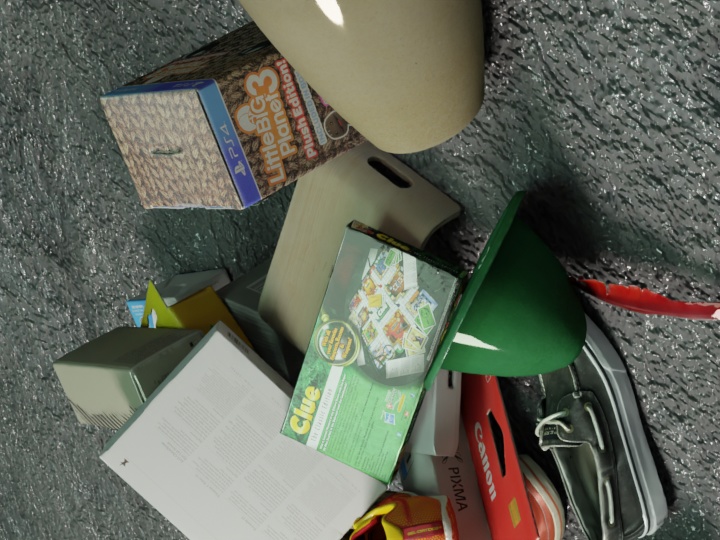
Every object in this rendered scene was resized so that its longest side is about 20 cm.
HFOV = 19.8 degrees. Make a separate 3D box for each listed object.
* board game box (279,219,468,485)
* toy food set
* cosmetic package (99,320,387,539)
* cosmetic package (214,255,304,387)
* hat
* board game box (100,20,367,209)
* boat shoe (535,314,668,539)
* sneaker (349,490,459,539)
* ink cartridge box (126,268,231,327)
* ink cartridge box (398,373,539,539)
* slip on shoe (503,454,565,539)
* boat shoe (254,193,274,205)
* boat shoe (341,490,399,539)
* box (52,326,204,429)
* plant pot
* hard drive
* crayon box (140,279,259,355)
[{"bbox_3d":[0.009,0.067,1.662,0.104,0.023,0.201,24,117,9],"label":"board game box"},{"bbox_3d":[0.000,0.000,1.717,0.143,0.060,0.201,38,123,33],"label":"toy food set"},{"bbox_3d":[-0.098,0.166,1.756,0.200,0.151,0.052,43,-175,-7],"label":"cosmetic package"},{"bbox_3d":[-0.054,0.100,1.905,0.106,0.090,0.201,21,135,50],"label":"cosmetic package"},{"bbox_3d":[0.157,0.050,1.521,0.175,0.167,0.200,26,-175,2],"label":"hat"},{"bbox_3d":[-0.071,-0.133,1.604,0.159,0.199,0.098,3,119,56],"label":"board game box"},{"bbox_3d":[0.170,0.118,1.576,0.072,0.071,0.201,-22,93,62],"label":"boat shoe"},{"bbox_3d":[0.021,0.217,1.712,0.200,0.076,0.074,129,134,-70],"label":"sneaker"},{"bbox_3d":[-0.145,0.105,2.068,0.116,0.068,0.201,-5,111,59],"label":"ink cartridge box"},{"bbox_3d":[0.081,0.172,1.711,0.177,0.044,0.201,112,150,-55],"label":"ink cartridge box"},{"bbox_3d":[0.124,0.228,1.761,0.074,0.061,0.201,49,148,22],"label":"slip on shoe"},{"bbox_3d":[-0.099,-0.091,1.797,0.071,0.068,0.200,20,161,-16],"label":"boat shoe"},{"bbox_3d":[0.001,0.231,1.848,0.199,0.063,0.073,19,148,-17],"label":"boat shoe"},{"bbox_3d":[-0.202,0.098,1.874,0.200,0.082,0.069,-1,115,63],"label":"box"},{"bbox_3d":[0.011,-0.189,1.474,0.187,0.187,0.201,23,148,47],"label":"plant pot"},{"bbox_3d":[0.025,0.086,1.754,0.200,0.026,0.133,-3,84,63],"label":"hard drive"},{"bbox_3d":[-0.129,0.104,1.894,0.201,0.051,0.127,54,153,17],"label":"crayon box"}]
